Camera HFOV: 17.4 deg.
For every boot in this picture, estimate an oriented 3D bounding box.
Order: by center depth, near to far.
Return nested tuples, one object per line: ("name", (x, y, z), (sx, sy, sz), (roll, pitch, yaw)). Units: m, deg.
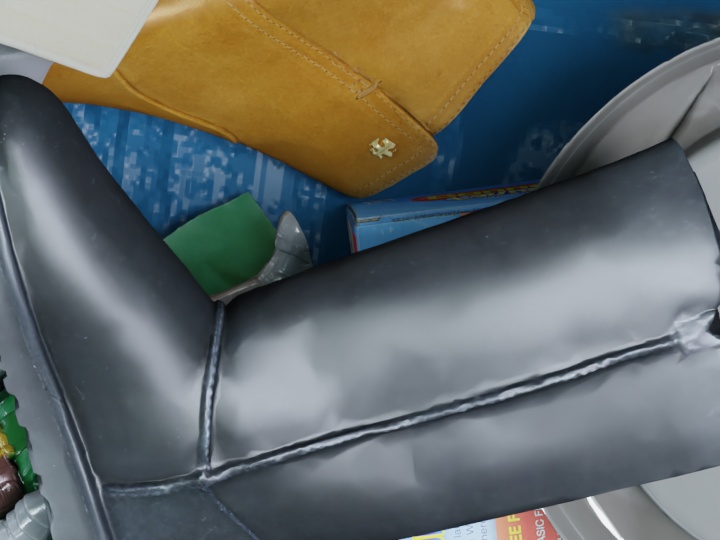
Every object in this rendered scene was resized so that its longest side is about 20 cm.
("boot", (0.000, 0.001, 0.655), (0.199, 0.066, 0.165), (-13, 112, 3))
("boot", (-0.054, -0.062, 0.769), (0.201, 0.071, 0.144), (-34, 125, 25))

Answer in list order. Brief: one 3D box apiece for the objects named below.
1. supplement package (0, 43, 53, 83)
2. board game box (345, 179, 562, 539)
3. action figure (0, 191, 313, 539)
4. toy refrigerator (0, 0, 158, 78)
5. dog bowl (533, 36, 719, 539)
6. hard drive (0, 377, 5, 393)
("supplement package", (-0.235, -0.031, 0.682), (0.200, 0.147, 0.192), (33, 105, 10))
("board game box", (0.103, 0.064, 0.804), (0.195, 0.056, 0.201), (-7, 99, -2))
("action figure", (-0.094, 0.052, 0.734), (0.200, 0.118, 0.055), (-29, 142, -14))
("toy refrigerator", (-0.143, -0.143, 0.696), (0.200, 0.076, 0.070), (37, 100, 25))
("dog bowl", (0.144, 0.021, 0.714), (0.199, 0.059, 0.201), (4, 103, 16))
("hard drive", (-0.158, 0.106, 0.803), (0.139, 0.038, 0.201), (-9, 99, -2))
